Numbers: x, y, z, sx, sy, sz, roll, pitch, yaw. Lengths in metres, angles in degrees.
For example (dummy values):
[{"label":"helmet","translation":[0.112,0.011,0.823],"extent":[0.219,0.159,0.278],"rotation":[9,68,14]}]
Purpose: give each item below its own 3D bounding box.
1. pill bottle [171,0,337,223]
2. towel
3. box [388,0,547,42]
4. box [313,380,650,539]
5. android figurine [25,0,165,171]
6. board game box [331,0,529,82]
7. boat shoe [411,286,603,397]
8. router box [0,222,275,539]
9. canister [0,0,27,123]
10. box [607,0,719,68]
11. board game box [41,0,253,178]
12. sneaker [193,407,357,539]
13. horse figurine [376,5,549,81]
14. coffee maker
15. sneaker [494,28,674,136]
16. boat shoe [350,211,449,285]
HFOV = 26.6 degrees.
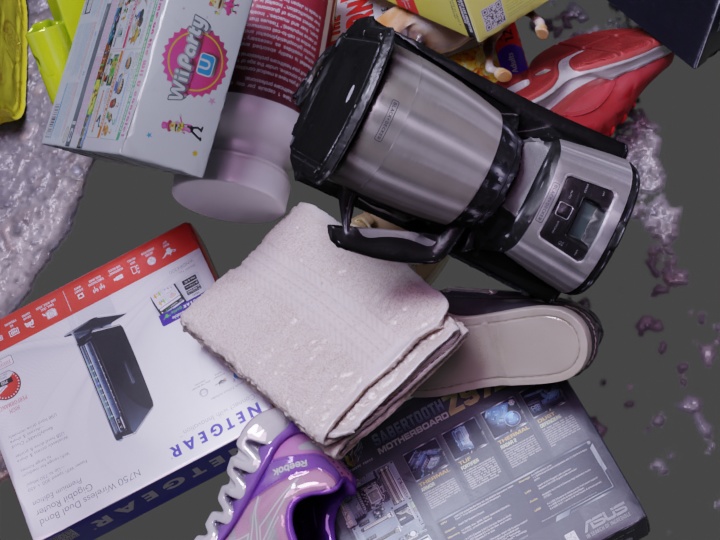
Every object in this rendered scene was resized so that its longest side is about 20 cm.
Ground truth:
[{"label":"pill bottle","translation":[-0.083,-0.144,1.137],"extent":[0.112,0.113,0.201],"rotation":[4,71,14]},{"label":"towel","translation":[-0.030,0.035,1.044],"extent":[0.132,0.035,0.200],"rotation":[-43,45,-14]},{"label":"box","translation":[0.052,-0.230,1.133],"extent":[0.075,0.050,0.200],"rotation":[-33,37,-17]},{"label":"box","translation":[0.076,0.157,1.059],"extent":[0.199,0.051,0.158],"rotation":[-29,63,-1]},{"label":"android figurine","translation":[-0.169,-0.180,1.203],"extent":[0.181,0.041,0.201],"rotation":[-24,106,-22]},{"label":"board game box","translation":[0.025,-0.177,1.217],"extent":[0.199,0.046,0.152],"rotation":[-16,65,5]},{"label":"boat shoe","translation":[0.074,0.047,1.068],"extent":[0.199,0.063,0.073],"rotation":[0,100,29]},{"label":"router box","translation":[-0.177,0.087,1.144],"extent":[0.199,0.049,0.180],"rotation":[-28,64,-1]},{"label":"canister","translation":[-0.391,-0.181,1.286],"extent":[0.199,0.087,0.149],"rotation":[-9,65,10]},{"label":"box","translation":[0.252,-0.282,1.152],"extent":[0.182,0.104,0.200],"rotation":[-33,62,-27]},{"label":"board game box","translation":[-0.153,-0.147,1.080],"extent":[0.064,0.200,0.148],"rotation":[16,90,-26]},{"label":"sneaker","translation":[-0.064,0.197,1.029],"extent":[0.088,0.080,0.201],"rotation":[26,95,29]},{"label":"horse figurine","translation":[0.062,-0.172,1.141],"extent":[0.199,0.050,0.133],"rotation":[-23,38,11]},{"label":"coffee maker","translation":[0.066,-0.080,1.011],"extent":[0.199,0.135,0.192],"rotation":[26,27,-16]},{"label":"sneaker","translation":[0.164,-0.105,1.152],"extent":[0.199,0.116,0.078],"rotation":[-25,26,-25]},{"label":"boat shoe","translation":[0.000,0.000,1.133],"extent":[0.074,0.069,0.200],"rotation":[39,80,24]}]
